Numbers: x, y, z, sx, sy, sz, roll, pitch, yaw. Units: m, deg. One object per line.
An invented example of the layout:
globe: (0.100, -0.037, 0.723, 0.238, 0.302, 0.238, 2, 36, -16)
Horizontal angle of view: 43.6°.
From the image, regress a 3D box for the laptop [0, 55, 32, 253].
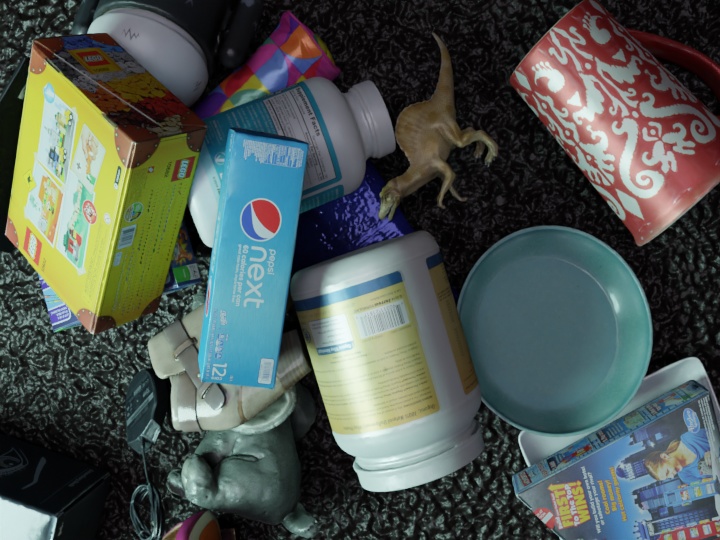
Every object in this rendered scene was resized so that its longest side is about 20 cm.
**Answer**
laptop: (-0.330, -0.121, 0.850, 0.102, 0.200, 0.179, 30, 97, -36)

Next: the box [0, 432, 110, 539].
box: (-0.377, 0.240, 0.907, 0.196, 0.148, 0.106, 19, 95, 4)

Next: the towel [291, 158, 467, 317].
towel: (0.000, 0.000, 0.913, 0.147, 0.050, 0.202, -35, 89, 12)

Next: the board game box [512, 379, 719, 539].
board game box: (0.254, 0.231, 0.860, 0.196, 0.062, 0.205, -15, 92, 7)

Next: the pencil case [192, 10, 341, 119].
pencil case: (-0.113, -0.162, 0.895, 0.199, 0.088, 0.089, -41, 89, 6)

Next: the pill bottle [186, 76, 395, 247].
pill bottle: (-0.070, -0.106, 0.826, 0.196, 0.111, 0.113, -22, 91, -8)

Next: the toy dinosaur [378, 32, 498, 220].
toy dinosaur: (0.082, -0.135, 0.876, 0.100, 0.058, 0.204, 24, 76, -16)

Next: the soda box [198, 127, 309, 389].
soda box: (-0.090, -0.011, 0.745, 0.063, 0.068, 0.205, 8, 99, -14)

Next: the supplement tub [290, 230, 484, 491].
supplement tub: (0.027, 0.080, 0.818, 0.142, 0.145, 0.204, -17, 93, 6)

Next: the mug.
mug: (0.255, -0.151, 0.859, 0.200, 0.177, 0.134, 48, 132, 5)

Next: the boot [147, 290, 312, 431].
boot: (-0.131, 0.048, 0.849, 0.143, 0.070, 0.203, -20, 61, 7)

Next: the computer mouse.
computer mouse: (-0.204, 0.180, 0.890, 0.034, 0.202, 0.059, 26, 124, -36)

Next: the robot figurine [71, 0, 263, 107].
robot figurine: (-0.184, -0.246, 0.861, 0.124, 0.148, 0.204, 33, 61, -36)

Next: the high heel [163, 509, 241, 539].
high heel: (-0.175, 0.275, 0.867, 0.094, 0.201, 0.069, -11, 70, -1)

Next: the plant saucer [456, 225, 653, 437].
plant saucer: (0.186, 0.060, 0.884, 0.195, 0.036, 0.205, 1, 81, -3)

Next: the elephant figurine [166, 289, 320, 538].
elephant figurine: (-0.108, 0.135, 0.895, 0.153, 0.141, 0.204, 21, 78, -25)

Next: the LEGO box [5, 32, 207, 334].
LEGO box: (-0.226, -0.074, 0.776, 0.149, 0.076, 0.202, 42, 128, 24)

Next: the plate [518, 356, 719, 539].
plate: (0.282, 0.214, 0.903, 0.197, 0.032, 0.203, -24, 91, 6)

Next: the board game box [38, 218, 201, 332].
board game box: (-0.252, -0.028, 0.891, 0.197, 0.034, 0.138, -16, 89, 35)
